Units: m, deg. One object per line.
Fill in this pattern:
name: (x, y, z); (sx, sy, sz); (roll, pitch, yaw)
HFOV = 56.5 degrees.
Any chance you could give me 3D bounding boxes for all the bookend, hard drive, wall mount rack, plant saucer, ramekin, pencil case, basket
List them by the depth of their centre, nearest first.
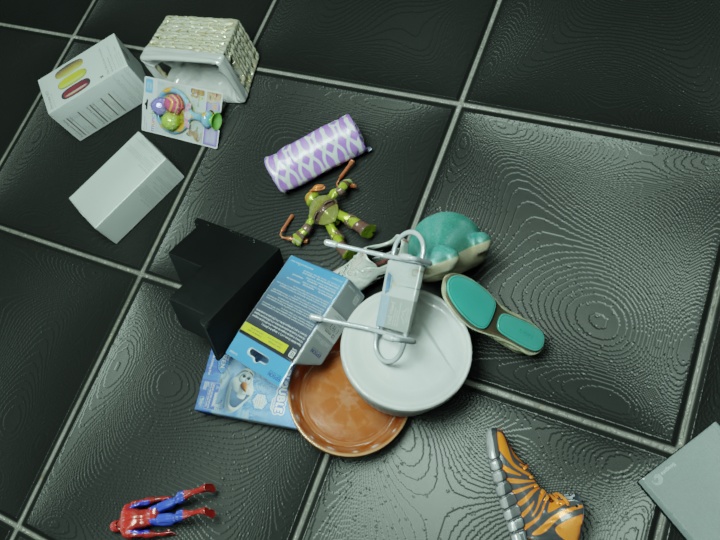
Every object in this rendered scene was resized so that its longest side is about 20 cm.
hard drive: (0.500, 0.328, 0.905); (0.139, 0.033, 0.200); (-37, 63, 0)
wall mount rack: (0.017, 0.030, 0.981); (0.173, 0.074, 0.201); (11, 88, 45)
ramekin: (0.068, 0.135, 1.050); (0.201, 0.094, 0.203); (1, 63, -2)
plant saucer: (-0.018, 0.202, 1.081); (0.199, 0.032, 0.201); (1, 62, -2)
bookend: (-0.265, 0.025, 1.169); (0.198, 0.092, 0.200); (19, 51, 27)
pencil case: (-0.085, -0.224, 1.272); (0.199, 0.084, 0.086); (-26, 29, 3)
basket: (-0.329, -0.445, 1.401); (0.199, 0.136, 0.124); (10, 70, 20)

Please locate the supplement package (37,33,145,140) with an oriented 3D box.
supplement package: (-0.579, -0.399, 1.469); (0.200, 0.110, 0.114); (-31, 63, 3)

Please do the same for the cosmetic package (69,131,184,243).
cosmetic package: (-0.475, -0.169, 1.364); (0.200, 0.081, 0.113); (-45, 64, -3)

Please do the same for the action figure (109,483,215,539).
action figure: (-0.331, 0.404, 1.109); (0.199, 0.052, 0.066); (-18, 59, 14)

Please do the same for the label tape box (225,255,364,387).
label tape box: (-0.107, 0.088, 1.097); (0.143, 0.066, 0.200); (22, 74, 40)

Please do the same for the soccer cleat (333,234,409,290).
soccer cleat: (0.000, 0.000, 1.153); (0.199, 0.085, 0.069); (-27, 64, 4)

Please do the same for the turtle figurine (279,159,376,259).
turtle figurine: (-0.048, -0.107, 1.221); (0.200, 0.064, 0.161); (-45, 64, -5)

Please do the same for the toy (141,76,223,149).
toy: (-0.382, -0.328, 1.389); (0.199, 0.047, 0.116); (16, 108, 17)

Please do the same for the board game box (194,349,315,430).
board game box: (-0.168, 0.162, 1.160); (0.198, 0.043, 0.201); (6, 70, 17)

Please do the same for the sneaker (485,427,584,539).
sneaker: (0.253, 0.317, 0.966); (0.112, 0.078, 0.201); (-17, 76, 5)

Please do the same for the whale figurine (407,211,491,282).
whale figurine: (0.126, -0.038, 1.066); (0.159, 0.200, 0.104); (-19, 91, 19)

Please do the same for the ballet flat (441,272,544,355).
ballet flat: (0.193, 0.075, 1.030); (0.200, 0.062, 0.068); (35, 69, -13)
